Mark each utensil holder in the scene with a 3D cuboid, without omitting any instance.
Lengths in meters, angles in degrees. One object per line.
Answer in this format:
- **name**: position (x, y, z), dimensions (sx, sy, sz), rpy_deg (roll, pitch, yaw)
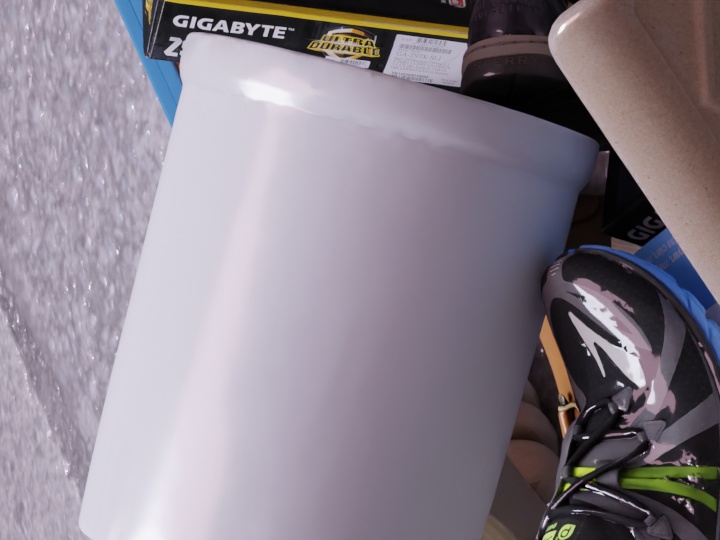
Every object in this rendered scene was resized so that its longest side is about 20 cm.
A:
- **utensil holder**: position (-0.012, 0.024, 1.060), dimensions (0.170, 0.169, 0.201), rpy_deg (17, 93, 59)

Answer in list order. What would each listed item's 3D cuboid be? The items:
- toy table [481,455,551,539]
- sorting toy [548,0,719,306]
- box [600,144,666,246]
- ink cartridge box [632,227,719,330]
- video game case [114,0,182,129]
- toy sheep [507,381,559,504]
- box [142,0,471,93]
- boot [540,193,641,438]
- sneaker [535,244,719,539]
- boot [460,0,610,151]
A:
- **toy table**: position (0.078, 0.151, 1.135), dimensions (0.200, 0.117, 0.185), rpy_deg (-39, 55, 29)
- **sorting toy**: position (0.181, -0.076, 0.897), dimensions (0.185, 0.200, 0.036), rpy_deg (53, 177, -27)
- **box**: position (0.168, -0.131, 1.046), dimensions (0.198, 0.049, 0.201), rpy_deg (137, 148, -57)
- **ink cartridge box**: position (0.195, 0.070, 1.025), dimensions (0.125, 0.128, 0.201), rpy_deg (-42, 58, 56)
- **video game case**: position (-0.061, -0.060, 1.441), dimensions (0.018, 0.200, 0.144), rpy_deg (-32, 57, 9)
- **toy sheep**: position (0.033, 0.094, 1.324), dimensions (0.200, 0.137, 0.138), rpy_deg (46, 134, 32)
- **box**: position (-0.027, -0.179, 1.297), dimensions (0.049, 0.159, 0.201), rpy_deg (108, 163, -49)
- **boot**: position (0.105, 0.048, 1.246), dimensions (0.200, 0.073, 0.156), rpy_deg (20, 116, 61)
- **sneaker**: position (0.100, 0.085, 0.982), dimensions (0.071, 0.082, 0.201), rpy_deg (-36, 61, 60)
- **boot**: position (0.088, -0.132, 1.168), dimensions (0.073, 0.200, 0.152), rpy_deg (-6, 81, 21)
